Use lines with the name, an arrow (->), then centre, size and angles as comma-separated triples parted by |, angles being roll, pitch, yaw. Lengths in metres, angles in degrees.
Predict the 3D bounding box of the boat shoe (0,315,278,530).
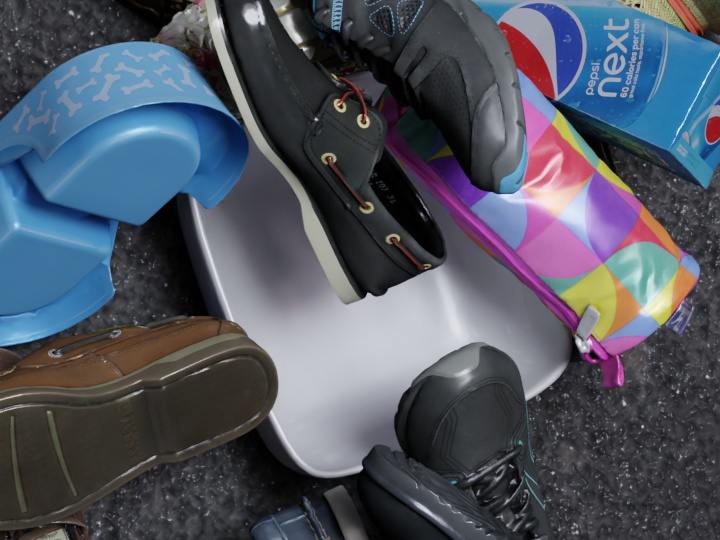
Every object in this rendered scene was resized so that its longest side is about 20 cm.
boat shoe -> -0.141, 0.071, 1.187 | 0.199, 0.068, 0.072 | -12, 118, -26

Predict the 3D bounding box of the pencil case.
pencil case -> 0.093, -0.036, 1.284 | 0.200, 0.088, 0.088 | 46, 64, -11

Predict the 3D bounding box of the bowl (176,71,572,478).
bowl -> 0.000, 0.000, 1.315 | 0.199, 0.075, 0.201 | -21, 91, -28

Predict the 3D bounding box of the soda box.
soda box -> 0.111, -0.119, 1.321 | 0.064, 0.199, 0.068 | -62, 150, -2

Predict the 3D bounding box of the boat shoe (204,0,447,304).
boat shoe -> -0.018, -0.070, 1.196 | 0.074, 0.063, 0.202 | -93, 159, -51

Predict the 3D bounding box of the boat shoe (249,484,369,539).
boat shoe -> -0.008, 0.210, 1.266 | 0.062, 0.075, 0.201 | -18, 115, -7

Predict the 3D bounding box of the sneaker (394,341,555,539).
sneaker -> 0.072, 0.116, 1.266 | 0.075, 0.200, 0.079 | -28, 51, -12

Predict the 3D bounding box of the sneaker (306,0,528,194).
sneaker -> 0.020, -0.114, 1.196 | 0.082, 0.073, 0.201 | -20, 62, -11

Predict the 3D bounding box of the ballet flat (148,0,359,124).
ballet flat -> -0.028, -0.129, 1.257 | 0.199, 0.064, 0.076 | -29, 96, -30

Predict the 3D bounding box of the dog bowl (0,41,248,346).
dog bowl -> -0.144, -0.038, 1.192 | 0.111, 0.200, 0.050 | 15, 44, -47

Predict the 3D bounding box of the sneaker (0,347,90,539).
sneaker -> -0.156, 0.133, 1.210 | 0.070, 0.075, 0.201 | -13, 88, -28

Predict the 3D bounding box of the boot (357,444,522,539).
boot -> 0.010, 0.207, 1.202 | 0.165, 0.066, 0.200 | 37, 94, -23

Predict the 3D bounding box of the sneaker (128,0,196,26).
sneaker -> -0.093, -0.180, 1.302 | 0.200, 0.067, 0.090 | 30, 74, -16

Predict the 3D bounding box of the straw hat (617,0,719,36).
straw hat -> 0.153, -0.163, 1.398 | 0.085, 0.201, 0.201 | -40, 101, 5

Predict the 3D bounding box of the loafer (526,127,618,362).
loafer -> 0.115, -0.046, 1.395 | 0.071, 0.073, 0.201 | 2, 77, -57
